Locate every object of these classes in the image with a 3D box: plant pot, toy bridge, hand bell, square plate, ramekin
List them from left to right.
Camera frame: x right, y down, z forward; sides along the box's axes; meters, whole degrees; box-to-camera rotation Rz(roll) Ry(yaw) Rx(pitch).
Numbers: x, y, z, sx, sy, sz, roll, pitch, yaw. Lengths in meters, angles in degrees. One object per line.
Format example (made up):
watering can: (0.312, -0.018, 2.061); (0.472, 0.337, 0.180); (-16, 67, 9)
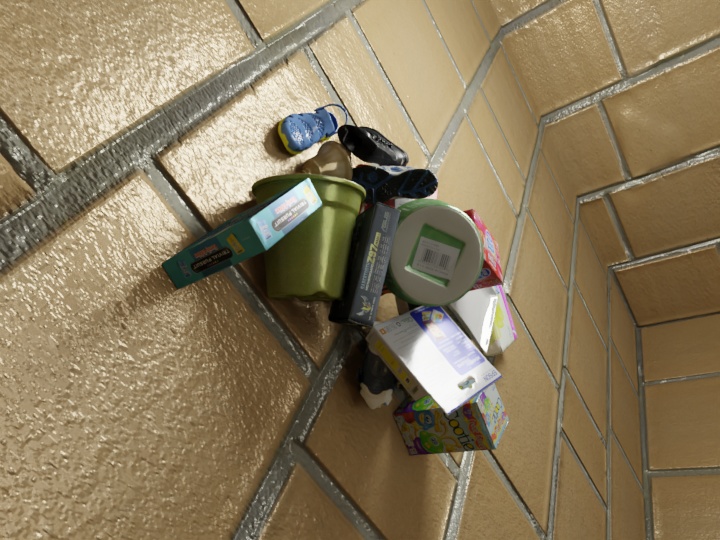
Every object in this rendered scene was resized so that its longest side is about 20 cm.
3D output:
hand bell: (-0.118, -0.177, 1.024); (0.198, 0.103, 0.106); (-27, 97, -41)
plant pot: (-0.090, -0.044, 0.913); (0.199, 0.198, 0.189); (12, 77, -51)
toy bridge: (0.082, 0.032, 1.063); (0.067, 0.027, 0.204); (-55, 138, -70)
ramekin: (0.127, -0.030, 0.973); (0.098, 0.197, 0.203); (-133, -161, -83)
square plate: (0.254, 0.059, 1.259); (0.201, 0.028, 0.200); (51, 41, -22)

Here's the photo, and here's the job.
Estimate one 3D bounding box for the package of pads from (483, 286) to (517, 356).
package of pads: (0.384, 0.133, 1.566); (0.154, 0.067, 0.204); (-17, 89, -55)

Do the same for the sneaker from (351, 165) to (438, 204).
sneaker: (0.059, -0.176, 1.099); (0.077, 0.195, 0.077); (-61, 155, -76)

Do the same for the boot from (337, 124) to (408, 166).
boot: (0.002, -0.270, 1.137); (0.199, 0.163, 0.067); (-14, 129, -62)

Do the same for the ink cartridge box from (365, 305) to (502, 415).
ink cartridge box: (0.137, 0.160, 0.986); (0.196, 0.047, 0.201); (-15, 58, -46)

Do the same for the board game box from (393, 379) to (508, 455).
board game box: (0.186, 0.303, 1.109); (0.105, 0.197, 0.105); (-34, 103, -54)

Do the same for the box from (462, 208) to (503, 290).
box: (0.232, -0.037, 1.143); (0.199, 0.094, 0.102); (36, 46, -55)

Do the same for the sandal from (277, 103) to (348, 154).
sandal: (-0.092, -0.297, 1.090); (0.200, 0.086, 0.081); (-45, 113, -50)

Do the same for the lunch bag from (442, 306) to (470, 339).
lunch bag: (0.192, 0.111, 1.276); (0.165, 0.116, 0.201); (55, 44, -18)

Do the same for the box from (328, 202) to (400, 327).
box: (0.003, -0.004, 0.942); (0.050, 0.157, 0.204); (15, 82, -14)

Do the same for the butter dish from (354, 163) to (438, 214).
butter dish: (0.059, -0.107, 1.176); (0.195, 0.149, 0.203); (12, 55, -1)

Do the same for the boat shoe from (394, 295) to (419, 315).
boat shoe: (0.122, 0.123, 1.163); (0.060, 0.071, 0.205); (-124, -163, -74)

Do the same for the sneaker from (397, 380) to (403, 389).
sneaker: (0.105, 0.196, 1.090); (0.200, 0.079, 0.085); (111, -24, -75)

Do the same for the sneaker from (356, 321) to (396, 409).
sneaker: (0.039, 0.195, 1.081); (0.200, 0.079, 0.150); (-53, 155, -79)

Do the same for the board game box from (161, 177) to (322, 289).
board game box: (-0.170, -0.052, 0.776); (0.047, 0.198, 0.151); (60, 38, -15)

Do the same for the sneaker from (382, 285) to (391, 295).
sneaker: (0.000, 0.000, 1.061); (0.198, 0.111, 0.079); (23, 57, -47)
